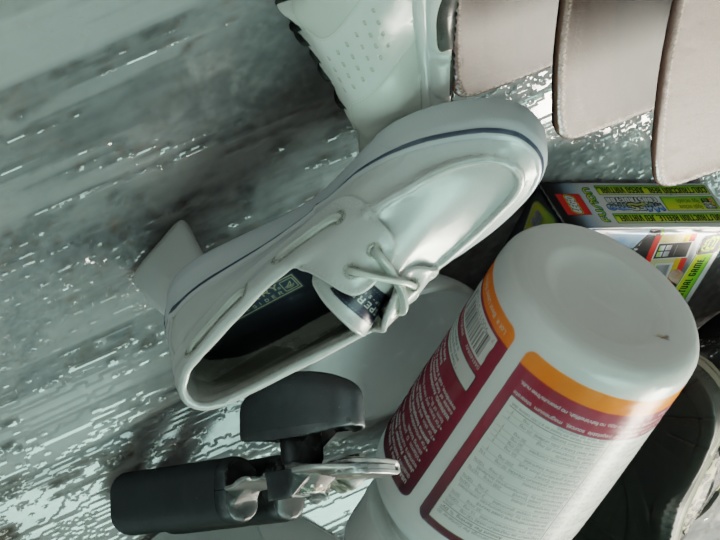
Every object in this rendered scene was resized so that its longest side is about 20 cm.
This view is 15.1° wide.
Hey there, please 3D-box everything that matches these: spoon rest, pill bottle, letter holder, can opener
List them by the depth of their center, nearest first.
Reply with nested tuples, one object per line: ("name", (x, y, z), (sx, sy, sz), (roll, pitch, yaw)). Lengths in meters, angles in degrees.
("letter holder", (0.122, -0.135, 1.169), (0.142, 0.101, 0.200), (-20, 142, -22))
("can opener", (-0.054, 0.089, 1.311), (0.053, 0.067, 0.200), (2, 171, -35))
("spoon rest", (-0.018, 0.030, 1.312), (0.200, 0.061, 0.099), (17, 124, -43))
("pill bottle", (0.074, 0.082, 1.339), (0.109, 0.110, 0.200), (2, 135, -35))

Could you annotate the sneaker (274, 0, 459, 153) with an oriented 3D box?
("sneaker", (0.002, -0.109, 1.170), (0.080, 0.074, 0.200), (-4, 137, -4))

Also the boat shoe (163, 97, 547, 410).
("boat shoe", (0.000, 0.000, 1.182), (0.200, 0.065, 0.074), (-35, 126, 25))

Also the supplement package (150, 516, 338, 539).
("supplement package", (-0.043, 0.229, 1.408), (0.117, 0.200, 0.117), (-39, 142, 13))

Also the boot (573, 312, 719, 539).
("boot", (0.186, 0.088, 1.474), (0.154, 0.073, 0.204), (-35, 158, -38))

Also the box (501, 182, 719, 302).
("box", (0.103, 0.038, 1.423), (0.110, 0.035, 0.200), (-2, 135, -32))
